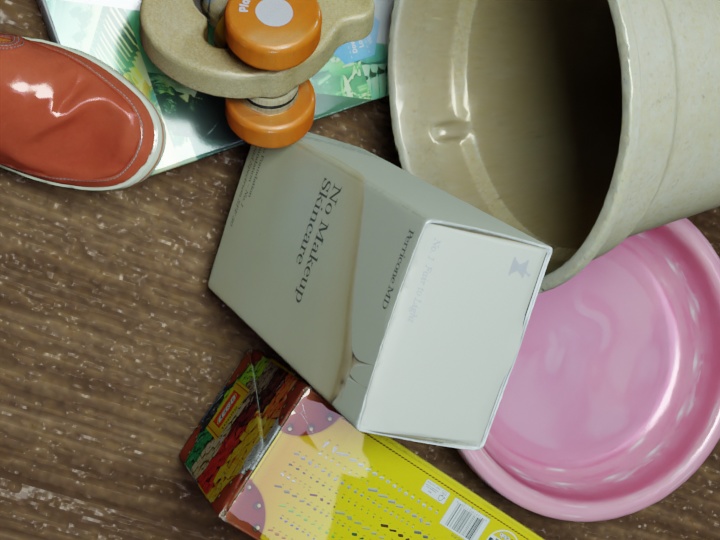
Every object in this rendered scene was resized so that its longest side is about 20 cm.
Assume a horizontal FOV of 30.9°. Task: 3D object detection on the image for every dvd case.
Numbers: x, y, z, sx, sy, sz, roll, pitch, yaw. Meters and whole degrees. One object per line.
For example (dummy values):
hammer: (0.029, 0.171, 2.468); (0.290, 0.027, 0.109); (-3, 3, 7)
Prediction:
dvd case: (0.142, -0.110, 0.773); (0.199, 0.025, 0.151); (-6, 71, -16)

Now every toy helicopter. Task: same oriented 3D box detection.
toy helicopter: (-0.041, -0.169, 0.682); (0.132, 0.079, 0.200); (32, 62, 14)

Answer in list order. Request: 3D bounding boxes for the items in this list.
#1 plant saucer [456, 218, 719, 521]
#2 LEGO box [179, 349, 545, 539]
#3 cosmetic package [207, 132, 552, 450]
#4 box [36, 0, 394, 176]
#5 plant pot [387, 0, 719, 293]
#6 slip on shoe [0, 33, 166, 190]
plant saucer: (0.132, 0.048, 0.785); (0.200, 0.051, 0.201); (0, 90, -16)
LEGO box: (0.014, 0.134, 0.699); (0.200, 0.149, 0.077); (35, 84, -14)
cosmetic package: (0.000, 0.000, 0.654); (0.073, 0.200, 0.104); (13, 101, -29)
box: (-0.072, -0.144, 0.728); (0.200, 0.036, 0.145); (-21, 97, -14)
plant pot: (0.141, -0.100, 0.666); (0.183, 0.200, 0.201); (-9, 94, -28)
slip on shoe: (-0.195, -0.094, 0.660); (0.200, 0.061, 0.074); (25, 101, -6)
